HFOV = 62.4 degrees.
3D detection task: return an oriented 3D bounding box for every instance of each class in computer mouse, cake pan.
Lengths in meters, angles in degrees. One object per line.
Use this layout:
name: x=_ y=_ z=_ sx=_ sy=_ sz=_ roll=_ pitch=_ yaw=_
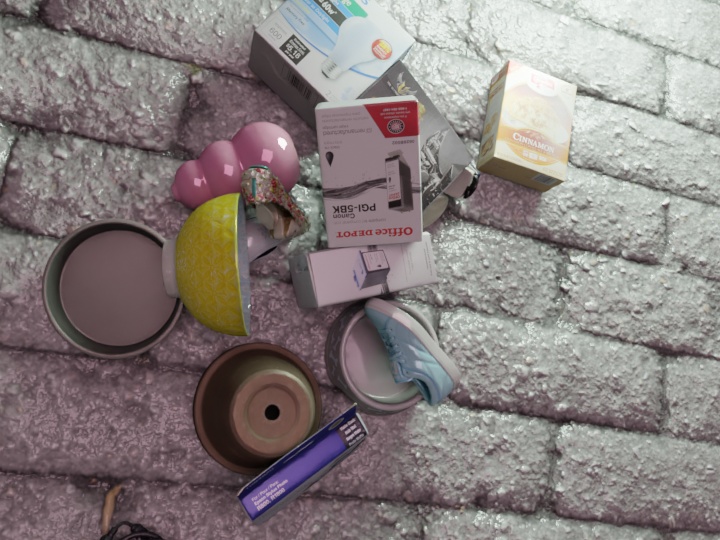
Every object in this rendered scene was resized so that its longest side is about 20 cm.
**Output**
computer mouse: x=-0.216 y=-0.031 z=0.943 sx=0.199 sy=0.044 sz=0.110 roll=-31 pitch=90 yaw=-20
cake pan: x=-0.356 y=0.026 z=0.873 sx=0.197 sy=0.037 sz=0.203 roll=0 pitch=90 yaw=-9

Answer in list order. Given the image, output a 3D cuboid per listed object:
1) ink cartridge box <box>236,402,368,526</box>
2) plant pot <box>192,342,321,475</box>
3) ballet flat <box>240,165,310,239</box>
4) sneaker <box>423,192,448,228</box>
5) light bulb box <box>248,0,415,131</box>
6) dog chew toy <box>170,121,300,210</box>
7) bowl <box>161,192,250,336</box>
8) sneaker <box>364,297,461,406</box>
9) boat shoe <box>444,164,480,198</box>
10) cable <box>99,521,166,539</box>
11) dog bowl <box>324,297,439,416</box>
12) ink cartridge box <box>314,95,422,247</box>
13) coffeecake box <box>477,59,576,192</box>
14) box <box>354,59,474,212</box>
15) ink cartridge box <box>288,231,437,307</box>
ink cartridge box: x=-0.079 y=0.284 z=0.849 sx=0.199 sy=0.201 sz=0.041 roll=-33 pitch=72 yaw=-19
plant pot: x=-0.139 y=0.203 z=0.858 sx=0.198 sy=0.174 sz=0.203 roll=3 pitch=81 yaw=-17
ballet flat: x=-0.131 y=-0.085 z=0.907 sx=0.075 sy=0.200 sz=0.065 roll=-5 pitch=67 yaw=16
sneaker: x=0.063 y=-0.115 z=1.035 sx=0.198 sy=0.075 sz=0.085 roll=-16 pitch=50 yaw=-33
light bulb box: x=-0.051 y=-0.368 z=1.010 sx=0.198 sy=0.125 sz=0.200 roll=42 pitch=73 yaw=-7
dog chew toy: x=-0.198 y=-0.154 z=0.935 sx=0.198 sy=0.125 sz=0.126 roll=-21 pitch=87 yaw=-11
bowl: x=-0.213 y=-0.006 z=0.827 sx=0.106 sy=0.200 sz=0.203 roll=-3 pitch=81 yaw=-7
sneaker: x=0.070 y=0.130 z=0.927 sx=0.200 sy=0.074 sz=0.082 roll=44 pitch=68 yaw=-5
boat shoe: x=0.125 y=-0.191 z=1.071 sx=0.199 sy=0.093 sz=0.075 roll=33 pitch=111 yaw=13
cable: x=-0.329 y=0.466 z=0.825 sx=0.163 sy=0.051 sz=0.201 roll=36 pitch=70 yaw=-14
dog bowl: x=0.043 y=0.140 z=0.986 sx=0.197 sy=0.059 sz=0.203 roll=3 pitch=80 yaw=-16
ink cartridge box: x=0.015 y=-0.142 z=0.863 sx=0.145 sy=0.083 sz=0.202 roll=-4 pitch=110 yaw=2
coffeecake box: x=0.319 y=-0.273 z=1.136 sx=0.152 sy=0.073 sz=0.202 roll=15 pitch=76 yaw=-13
box: x=0.063 y=-0.199 z=0.944 sx=0.158 sy=0.048 sz=0.200 roll=-44 pitch=106 yaw=-11
ink cartridge box: x=0.000 y=0.000 z=0.949 sx=0.198 sy=0.146 sz=0.087 roll=-12 pitch=91 yaw=-18
